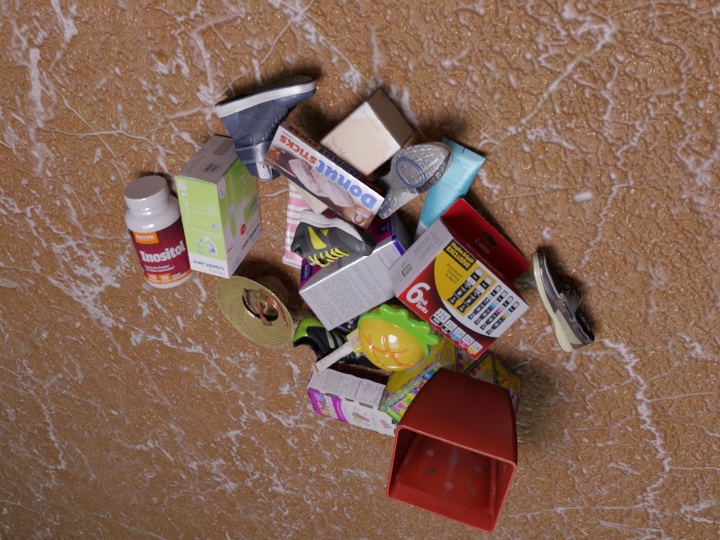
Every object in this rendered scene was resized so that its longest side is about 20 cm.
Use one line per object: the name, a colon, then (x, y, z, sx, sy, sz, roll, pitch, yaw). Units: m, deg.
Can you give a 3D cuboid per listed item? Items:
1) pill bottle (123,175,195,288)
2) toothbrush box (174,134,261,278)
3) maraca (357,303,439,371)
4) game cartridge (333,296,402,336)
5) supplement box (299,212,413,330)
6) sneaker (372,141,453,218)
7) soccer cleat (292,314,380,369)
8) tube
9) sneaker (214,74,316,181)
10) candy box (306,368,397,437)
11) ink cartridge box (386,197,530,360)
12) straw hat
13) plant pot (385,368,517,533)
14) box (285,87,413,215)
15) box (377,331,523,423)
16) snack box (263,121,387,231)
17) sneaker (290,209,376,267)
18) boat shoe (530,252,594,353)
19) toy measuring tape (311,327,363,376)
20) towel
pill bottle: (-0.397, -0.076, 1.422, 0.110, 0.114, 0.204, 7, 129, 20)
toothbrush box: (-0.250, -0.115, 1.299, 0.084, 0.147, 0.204, 13, 131, 13)
maraca: (0.063, 0.110, 1.240, 0.135, 0.109, 0.200, 28, 155, -6)
game cartridge: (0.013, 0.075, 1.406, 0.127, 0.039, 0.203, 20, 132, 4)
supplement box: (0.000, 0.000, 1.254, 0.197, 0.102, 0.104, -29, 121, 16)
sneaker: (0.084, -0.153, 1.131, 0.076, 0.086, 0.199, 60, 147, -1)
soccer cleat: (-0.042, 0.160, 1.425, 0.196, 0.082, 0.068, 23, 141, 7)
tube: (0.136, -0.115, 1.185, 0.076, 0.051, 0.203, 25, 129, 8)
sneaker: (-0.134, -0.231, 1.185, 0.198, 0.077, 0.149, -7, 113, 35)
candy box: (-0.008, 0.279, 1.536, 0.195, 0.062, 0.138, 15, 150, 15)
ink cartridge box: (0.173, 0.015, 1.174, 0.199, 0.084, 0.176, 37, 106, -26)
straw hat: (-0.190, 0.058, 1.449, 0.197, 0.086, 0.204, 22, 140, 19)
plant pot: (0.167, 0.292, 1.242, 0.195, 0.178, 0.203, 15, 131, 11)
box: (-0.020, -0.189, 1.157, 0.199, 0.078, 0.095, -36, 101, 34)
box: (0.174, 0.240, 1.399, 0.192, 0.123, 0.200, 40, 132, -9)
snack box: (-0.056, -0.147, 1.132, 0.198, 0.024, 0.072, 35, 125, 0)
sneaker: (-0.047, -0.040, 1.205, 0.074, 0.086, 0.198, 29, 175, -37)
boat shoe: (0.339, 0.048, 1.208, 0.063, 0.074, 0.202, -17, 122, 22)
toy measuring tape: (0.001, 0.145, 1.372, 0.198, 0.074, 0.074, -36, 110, 9)
towel: (-0.070, -0.076, 1.303, 0.143, 0.030, 0.204, 18, 122, 12)
